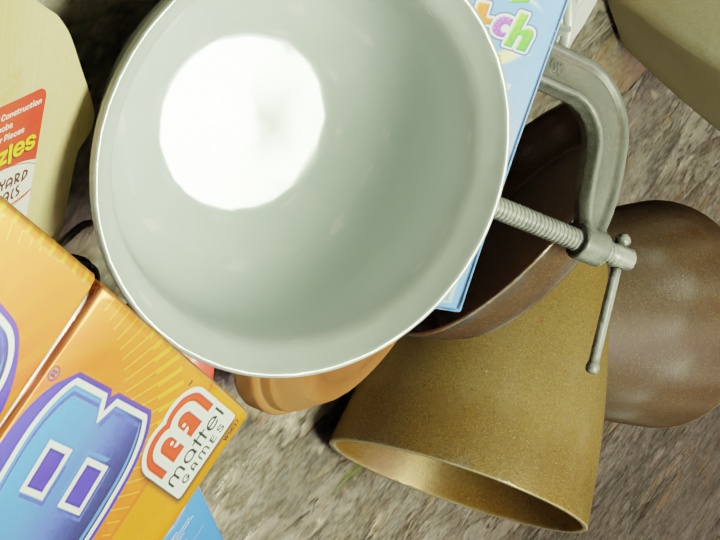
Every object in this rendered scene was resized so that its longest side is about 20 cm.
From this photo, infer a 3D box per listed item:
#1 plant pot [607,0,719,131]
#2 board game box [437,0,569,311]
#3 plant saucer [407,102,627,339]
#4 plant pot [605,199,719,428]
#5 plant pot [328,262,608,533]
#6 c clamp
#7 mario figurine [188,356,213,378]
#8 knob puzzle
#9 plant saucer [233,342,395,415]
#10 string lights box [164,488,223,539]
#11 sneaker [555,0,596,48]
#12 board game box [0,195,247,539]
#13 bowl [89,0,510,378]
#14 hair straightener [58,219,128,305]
[{"bbox_3d":[0.289,-0.206,1.398,0.200,0.177,0.200,-59,160,-4],"label":"plant pot"},{"bbox_3d":[0.005,-0.077,0.968,0.037,0.151,0.200,-106,-152,-53],"label":"board game box"},{"bbox_3d":[0.101,-0.028,1.235,0.200,0.034,0.200,-43,-162,17],"label":"plant saucer"},{"bbox_3d":[0.178,0.036,1.510,0.200,0.187,0.187,0,119,-50],"label":"plant pot"},{"bbox_3d":[0.099,0.058,1.346,0.186,0.186,0.200,56,52,-68],"label":"plant pot"},{"bbox_3d":[0.093,-0.054,1.094,0.200,0.027,0.171,26,74,-34],"label":"c clamp"},{"bbox_3d":[-0.137,0.104,0.920,0.200,0.106,0.123,-54,157,-11],"label":"mario figurine"},{"bbox_3d":[-0.176,-0.033,0.743,0.220,0.030,0.220,-48,157,-28],"label":"knob puzzle"},{"bbox_3d":[0.000,0.000,1.119,0.200,0.037,0.200,-48,156,-29],"label":"plant saucer"},{"bbox_3d":[-0.132,0.162,1.075,0.103,0.059,0.200,-53,159,-20],"label":"string lights box"},{"bbox_3d":[0.127,-0.211,1.182,0.200,0.078,0.099,-64,172,22],"label":"sneaker"},{"bbox_3d":[-0.194,0.044,0.517,0.200,0.200,0.200,-57,150,-9],"label":"board game box"},{"bbox_3d":[-0.039,-0.059,0.876,0.201,0.090,0.202,-8,110,-24],"label":"bowl"},{"bbox_3d":[-0.141,0.025,0.800,0.200,0.041,0.077,-26,142,-57],"label":"hair straightener"}]
